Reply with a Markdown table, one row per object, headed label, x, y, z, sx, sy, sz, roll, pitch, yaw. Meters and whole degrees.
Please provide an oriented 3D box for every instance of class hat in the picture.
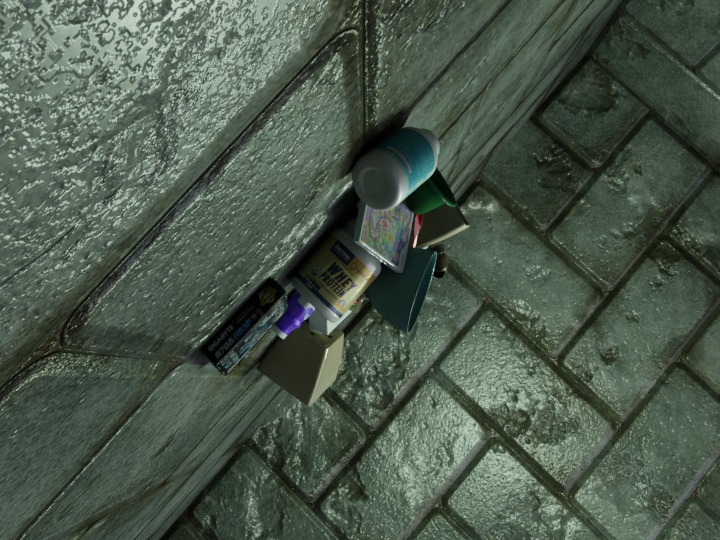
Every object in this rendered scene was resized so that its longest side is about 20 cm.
| label | x | y | z | sx | sy | sz | roll | pitch | yaw |
| --- | --- | --- | --- | --- | --- | --- | --- | --- | --- |
| hat | 0.111 | -0.160 | 1.507 | 0.175 | 0.202 | 0.166 | -36 | -179 | 21 |

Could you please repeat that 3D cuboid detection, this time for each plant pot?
| label | x | y | z | sx | sy | sz | roll | pitch | yaw |
| --- | --- | --- | --- | --- | --- | --- | --- | --- | --- |
| plant pot | 0.158 | -0.151 | 1.707 | 0.176 | 0.202 | 0.200 | -35 | 176 | 13 |
| plant pot | 0.087 | 0.030 | 1.542 | 0.200 | 0.132 | 0.204 | 20 | 90 | -78 |
| plant pot | -0.158 | 0.244 | 1.950 | 0.179 | 0.198 | 0.199 | -63 | 168 | 25 |

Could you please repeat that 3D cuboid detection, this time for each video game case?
| label | x | y | z | sx | sy | sz | roll | pitch | yaw |
| --- | --- | --- | --- | --- | --- | --- | --- | --- | --- |
| video game case | 0.053 | -0.095 | 1.388 | 0.199 | 0.018 | 0.146 | 33 | 64 | -54 |

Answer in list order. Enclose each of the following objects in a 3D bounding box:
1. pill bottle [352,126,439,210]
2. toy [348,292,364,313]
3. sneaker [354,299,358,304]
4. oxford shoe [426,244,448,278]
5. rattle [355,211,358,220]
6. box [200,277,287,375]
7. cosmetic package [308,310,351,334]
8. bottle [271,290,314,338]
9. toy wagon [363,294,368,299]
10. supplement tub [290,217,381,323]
| label | x | y | z | sx | sy | sz | roll | pitch | yaw |
| --- | --- | --- | --- | --- | --- | --- | --- | --- | --- |
| pill bottle | 0.077 | -0.204 | 1.240 | 0.200 | 0.111 | 0.111 | -42 | 171 | -43 |
| toy | 0.000 | 0.000 | 1.613 | 0.047 | 0.114 | 0.204 | 26 | 84 | -42 |
| sneaker | -0.019 | -0.007 | 1.555 | 0.078 | 0.088 | 0.205 | 31 | 68 | -67 |
| oxford shoe | 0.187 | -0.015 | 1.739 | 0.071 | 0.086 | 0.200 | -21 | -179 | -5 |
| rattle | 0.040 | -0.170 | 1.548 | 0.127 | 0.146 | 0.200 | -16 | -170 | 0 |
| box | -0.230 | 0.118 | 1.326 | 0.200 | 0.046 | 0.159 | -47 | 173 | -15 |
| cosmetic package | -0.072 | 0.088 | 1.924 | 0.200 | 0.070 | 0.103 | -41 | 139 | -47 |
| bottle | -0.141 | 0.079 | 1.605 | 0.201 | 0.065 | 0.084 | -49 | 171 | -2 |
| toy wagon | -0.018 | 0.028 | 1.737 | 0.040 | 0.153 | 0.201 | -62 | -178 | -35 |
| supplement tub | -0.044 | -0.002 | 1.446 | 0.201 | 0.144 | 0.144 | -48 | 173 | -2 |
